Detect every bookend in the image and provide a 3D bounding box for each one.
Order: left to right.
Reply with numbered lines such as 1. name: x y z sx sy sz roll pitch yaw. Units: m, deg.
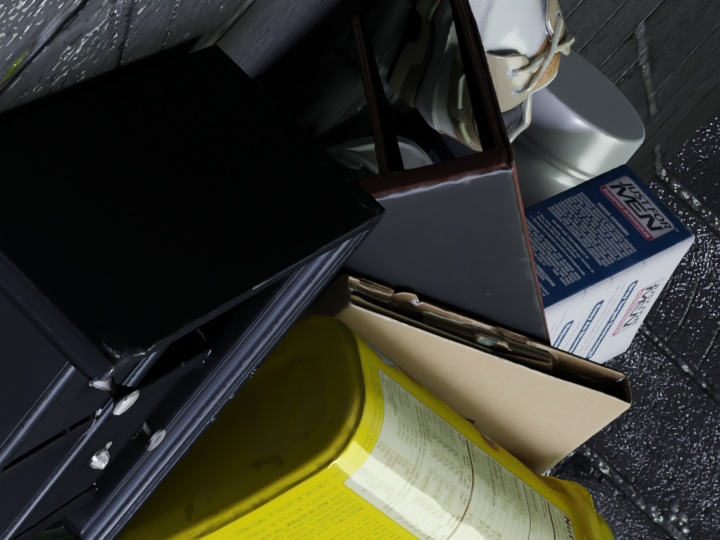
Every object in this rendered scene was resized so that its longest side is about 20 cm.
1. bookend: -0.117 0.038 0.847 0.199 0.092 0.200 -50 171 27

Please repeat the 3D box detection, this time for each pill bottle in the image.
1. pill bottle: 0.063 -0.035 1.399 0.200 0.114 0.114 -50 172 24

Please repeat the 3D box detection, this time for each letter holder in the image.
1. letter holder: 0.020 -0.028 1.081 0.100 0.142 0.200 -13 143 3

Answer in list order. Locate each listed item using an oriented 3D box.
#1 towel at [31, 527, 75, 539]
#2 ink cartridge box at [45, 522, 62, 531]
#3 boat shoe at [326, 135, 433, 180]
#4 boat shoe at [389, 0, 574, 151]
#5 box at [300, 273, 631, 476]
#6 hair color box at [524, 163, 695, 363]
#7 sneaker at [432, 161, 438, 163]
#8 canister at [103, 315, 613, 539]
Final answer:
1. towel: -0.143 0.198 1.197 0.152 0.023 0.200 -13 132 -3
2. ink cartridge box: -0.118 0.082 1.283 0.200 0.043 0.198 -50 172 14
3. boat shoe: -0.014 -0.024 1.179 0.200 0.074 0.065 -40 175 -48
4. boat shoe: 0.068 -0.116 1.167 0.075 0.068 0.200 -45 172 -16
5. box: -0.002 0.084 1.085 0.163 0.021 0.200 20 133 -34
6. hair color box: 0.072 0.025 1.266 0.200 0.061 0.100 -23 153 -37
7. sneaker: 0.000 0.000 1.281 0.199 0.071 0.083 -22 145 -34
8. canister: -0.001 0.112 1.034 0.148 0.087 0.200 -29 138 21
